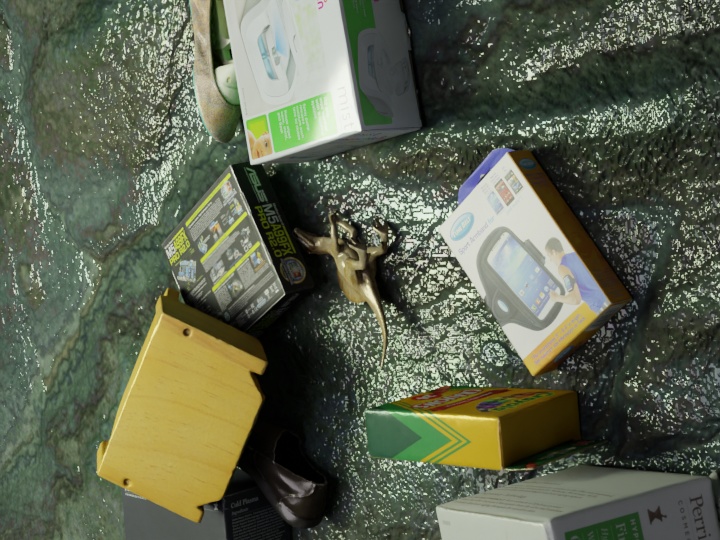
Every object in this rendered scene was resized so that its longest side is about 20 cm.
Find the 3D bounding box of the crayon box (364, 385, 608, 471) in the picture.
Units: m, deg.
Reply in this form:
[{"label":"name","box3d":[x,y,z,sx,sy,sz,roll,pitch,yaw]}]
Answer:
[{"label":"crayon box","box3d":[0.118,0.147,1.289,0.199,0.126,0.051,-2,96,43]}]

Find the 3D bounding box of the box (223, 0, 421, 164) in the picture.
[{"label":"box","box3d":[-0.040,-0.224,1.402,0.176,0.096,0.202,-10,89,47]}]

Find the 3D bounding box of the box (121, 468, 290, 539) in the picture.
[{"label":"box","box3d":[-0.182,0.333,1.623,0.199,0.104,0.184,2,99,43]}]

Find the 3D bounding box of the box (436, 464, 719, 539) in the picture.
[{"label":"box","box3d":[0.194,0.284,1.170,0.200,0.170,0.201,-12,88,65]}]

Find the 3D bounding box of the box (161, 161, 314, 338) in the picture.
[{"label":"box","box3d":[-0.144,-0.007,1.554,0.200,0.044,0.161,-41,68,49]}]

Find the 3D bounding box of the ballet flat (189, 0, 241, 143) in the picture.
[{"label":"ballet flat","box3d":[-0.153,-0.246,1.528,0.067,0.068,0.202,-6,94,37]}]

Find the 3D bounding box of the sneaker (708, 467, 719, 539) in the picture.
[{"label":"sneaker","box3d":[0.329,0.266,1.145,0.081,0.075,0.202,-33,73,51]}]

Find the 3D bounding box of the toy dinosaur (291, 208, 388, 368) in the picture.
[{"label":"toy dinosaur","box3d":[0.000,0.000,1.440,0.200,0.058,0.102,52,143,35]}]

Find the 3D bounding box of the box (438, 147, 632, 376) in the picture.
[{"label":"box","box3d":[0.154,-0.017,1.286,0.119,0.041,0.201,-49,66,37]}]

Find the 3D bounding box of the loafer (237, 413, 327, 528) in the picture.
[{"label":"loafer","box3d":[-0.100,0.200,1.554,0.200,0.073,0.072,44,119,21]}]

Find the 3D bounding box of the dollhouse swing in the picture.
[{"label":"dollhouse swing","box3d":[-0.194,0.141,1.553,0.180,0.176,0.202,24,101,5]}]
